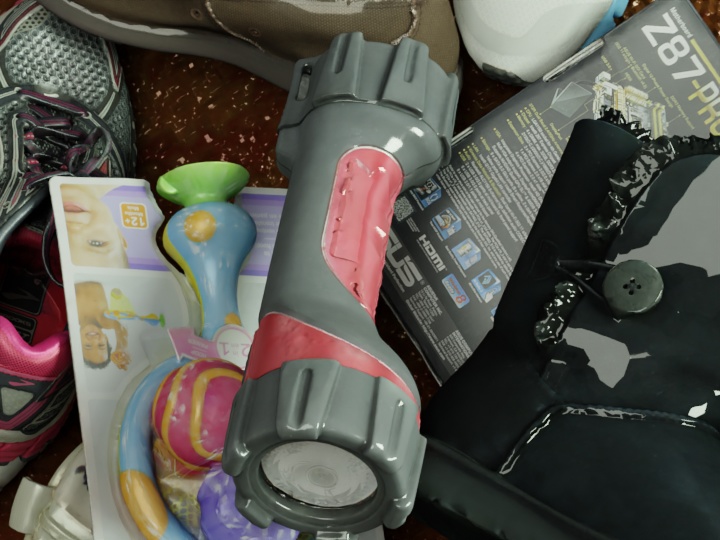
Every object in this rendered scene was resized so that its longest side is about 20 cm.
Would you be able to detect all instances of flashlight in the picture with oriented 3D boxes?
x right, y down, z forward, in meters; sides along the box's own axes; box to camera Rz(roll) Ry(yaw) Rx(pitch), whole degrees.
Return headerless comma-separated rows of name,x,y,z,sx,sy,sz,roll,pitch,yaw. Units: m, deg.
flashlight,0.000,0.000,0.919,0.068,0.068,0.200,-29,33,37

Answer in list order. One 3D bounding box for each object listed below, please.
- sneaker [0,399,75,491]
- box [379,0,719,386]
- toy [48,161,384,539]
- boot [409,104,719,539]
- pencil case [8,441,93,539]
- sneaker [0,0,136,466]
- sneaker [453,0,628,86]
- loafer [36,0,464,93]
sneaker,-0.212,0.019,1.056,0.200,0.075,0.088,40,94,17
box,0.109,0.019,0.983,0.161,0.049,0.200,-35,76,9
toy,-0.041,0.050,0.934,0.115,0.047,0.200,2,61,-26
boot,0.122,0.042,0.887,0.200,0.076,0.168,25,77,30
pencil case,-0.040,0.139,0.985,0.200,0.089,0.078,34,92,18
sneaker,-0.119,-0.026,1.008,0.081,0.075,0.200,12,57,-18
sneaker,0.079,-0.170,1.000,0.075,0.087,0.200,16,88,15
loafer,-0.049,-0.124,1.025,0.200,0.071,0.073,19,43,9
